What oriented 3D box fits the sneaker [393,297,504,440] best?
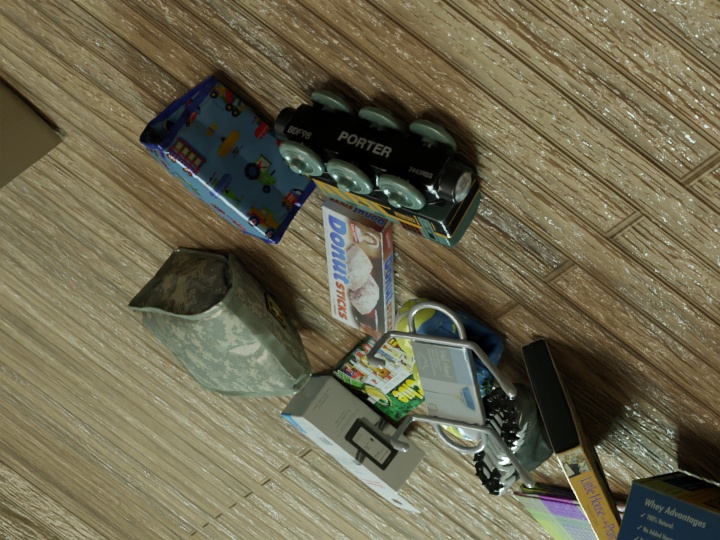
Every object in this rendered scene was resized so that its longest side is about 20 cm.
[{"bbox_3d":[0.114,0.114,1.442,0.105,0.076,0.200,5,141,45],"label":"sneaker"}]

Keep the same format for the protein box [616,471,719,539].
[{"bbox_3d":[0.350,0.327,1.331,0.198,0.201,0.135,18,-174,32],"label":"protein box"}]

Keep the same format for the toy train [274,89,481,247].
[{"bbox_3d":[0.015,-0.089,1.213,0.199,0.085,0.114,21,161,28],"label":"toy train"}]

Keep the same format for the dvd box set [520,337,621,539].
[{"bbox_3d":[0.219,0.183,1.379,0.029,0.147,0.200,-22,131,9],"label":"dvd box set"}]

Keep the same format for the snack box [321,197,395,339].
[{"bbox_3d":[0.000,0.000,1.432,0.072,0.024,0.200,26,149,20],"label":"snack box"}]

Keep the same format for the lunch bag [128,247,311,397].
[{"bbox_3d":[-0.156,0.067,1.641,0.200,0.118,0.164,8,143,52],"label":"lunch bag"}]

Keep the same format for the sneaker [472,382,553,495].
[{"bbox_3d":[0.173,0.166,1.455,0.067,0.090,0.200,54,160,28],"label":"sneaker"}]

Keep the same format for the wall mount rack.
[{"bbox_3d":[0.100,0.133,1.363,0.173,0.075,0.201,8,129,32],"label":"wall mount rack"}]

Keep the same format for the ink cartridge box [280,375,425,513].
[{"bbox_3d":[0.004,0.221,1.746,0.200,0.068,0.116,40,167,-10],"label":"ink cartridge box"}]

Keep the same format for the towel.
[{"bbox_3d":[0.290,0.309,1.626,0.200,0.023,0.144,-2,137,53],"label":"towel"}]

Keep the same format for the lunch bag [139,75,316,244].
[{"bbox_3d":[-0.149,-0.101,1.396,0.150,0.094,0.200,40,163,-17],"label":"lunch bag"}]

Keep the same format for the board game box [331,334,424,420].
[{"bbox_3d":[0.037,0.118,1.605,0.105,0.024,0.200,34,155,-3],"label":"board game box"}]

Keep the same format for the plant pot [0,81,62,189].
[{"bbox_3d":[-0.513,-0.155,1.625,0.200,0.200,0.177,-9,120,56],"label":"plant pot"}]
